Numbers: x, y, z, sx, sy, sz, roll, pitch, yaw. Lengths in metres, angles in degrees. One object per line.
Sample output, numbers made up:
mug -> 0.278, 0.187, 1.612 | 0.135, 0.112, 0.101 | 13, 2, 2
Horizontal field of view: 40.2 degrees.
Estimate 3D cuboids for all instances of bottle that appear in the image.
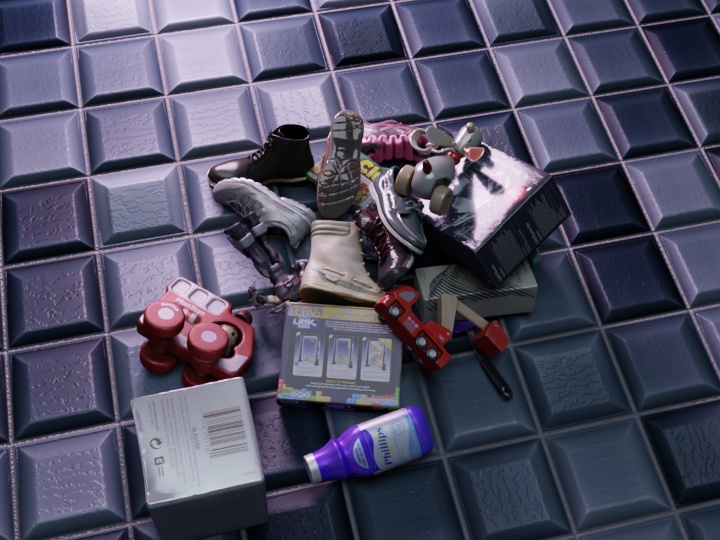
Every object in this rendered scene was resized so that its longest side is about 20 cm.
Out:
bottle -> 0.011, 0.279, 1.540 | 0.200, 0.065, 0.084 | -17, 87, -13

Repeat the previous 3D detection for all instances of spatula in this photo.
spatula -> 0.201, 0.134, 1.667 | 0.056, 0.021, 0.200 | -21, 63, -21

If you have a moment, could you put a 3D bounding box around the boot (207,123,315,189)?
boot -> -0.183, -0.212, 1.788 | 0.200, 0.138, 0.078 | -10, 60, -7

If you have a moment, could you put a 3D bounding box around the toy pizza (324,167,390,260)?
toy pizza -> 0.034, -0.101, 1.793 | 0.200, 0.032, 0.200 | 0, 61, 0

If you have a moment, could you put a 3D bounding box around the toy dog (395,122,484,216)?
toy dog -> 0.135, -0.188, 1.622 | 0.132, 0.096, 0.200 | 11, 54, 6

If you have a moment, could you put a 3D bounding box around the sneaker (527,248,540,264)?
sneaker -> 0.239, -0.070, 1.768 | 0.091, 0.078, 0.200 | -34, 57, -14

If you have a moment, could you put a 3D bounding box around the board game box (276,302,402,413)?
board game box -> -0.032, 0.144, 1.614 | 0.200, 0.057, 0.166 | 5, 69, 0

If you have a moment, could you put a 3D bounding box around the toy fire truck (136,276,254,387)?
toy fire truck -> -0.262, 0.099, 1.625 | 0.200, 0.112, 0.168 | 26, 43, 11

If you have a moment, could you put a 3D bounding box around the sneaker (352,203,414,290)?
sneaker -> 0.028, -0.046, 1.637 | 0.116, 0.076, 0.200 | 42, 19, -12

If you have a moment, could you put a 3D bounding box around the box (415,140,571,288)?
box -> 0.214, -0.100, 1.663 | 0.182, 0.104, 0.200 | -45, 42, -7

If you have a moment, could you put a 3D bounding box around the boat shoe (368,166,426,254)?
boat shoe -> 0.071, -0.104, 1.641 | 0.062, 0.073, 0.200 | -46, 38, 18

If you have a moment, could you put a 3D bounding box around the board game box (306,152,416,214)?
board game box -> 0.008, -0.149, 1.790 | 0.200, 0.023, 0.105 | 38, 65, 19

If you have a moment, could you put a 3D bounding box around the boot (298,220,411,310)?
boot -> 0.000, 0.000, 1.688 | 0.200, 0.072, 0.155 | 16, 57, -15

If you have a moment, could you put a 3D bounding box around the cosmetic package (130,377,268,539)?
cosmetic package -> -0.233, 0.284, 1.451 | 0.166, 0.200, 0.168 | -11, 60, -10

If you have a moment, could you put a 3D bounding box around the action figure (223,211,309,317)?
action figure -> -0.150, -0.004, 1.692 | 0.130, 0.069, 0.200 | -34, 90, -31

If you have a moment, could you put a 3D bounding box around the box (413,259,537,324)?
box -> 0.196, 0.034, 1.692 | 0.200, 0.068, 0.082 | -8, 46, -7

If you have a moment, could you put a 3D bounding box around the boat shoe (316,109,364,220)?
boat shoe -> -0.036, -0.183, 1.759 | 0.076, 0.072, 0.200 | 16, 80, -10

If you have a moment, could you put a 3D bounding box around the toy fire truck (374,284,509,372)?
toy fire truck -> 0.132, 0.087, 1.606 | 0.200, 0.049, 0.141 | 49, 63, -3

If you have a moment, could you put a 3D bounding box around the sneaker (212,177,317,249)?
sneaker -> -0.181, -0.103, 1.760 | 0.200, 0.075, 0.082 | 21, 67, 14

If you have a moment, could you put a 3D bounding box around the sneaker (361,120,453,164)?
sneaker -> 0.080, -0.255, 1.871 | 0.200, 0.079, 0.095 | 0, 47, -4
